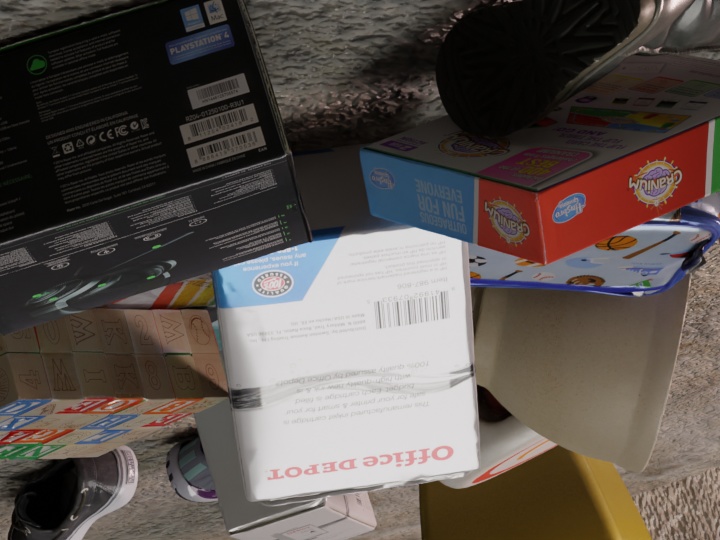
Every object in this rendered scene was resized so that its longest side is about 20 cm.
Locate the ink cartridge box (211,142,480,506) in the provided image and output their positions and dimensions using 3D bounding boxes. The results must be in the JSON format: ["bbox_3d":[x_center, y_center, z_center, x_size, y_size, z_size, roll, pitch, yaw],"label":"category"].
[{"bbox_3d":[-0.010,0.031,1.555,0.144,0.084,0.200,-7,130,-3],"label":"ink cartridge box"}]

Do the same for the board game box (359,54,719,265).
[{"bbox_3d":[0.124,-0.067,1.435,0.200,0.040,0.153,-22,-157,-30],"label":"board game box"}]

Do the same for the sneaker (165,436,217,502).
[{"bbox_3d":[-0.067,0.161,2.336,0.200,0.075,0.088,-7,159,-36],"label":"sneaker"}]

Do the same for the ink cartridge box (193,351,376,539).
[{"bbox_3d":[-0.062,0.132,2.042,0.083,0.147,0.200,-19,166,7],"label":"ink cartridge box"}]

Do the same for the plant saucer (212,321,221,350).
[{"bbox_3d":[-0.168,0.055,1.853,0.200,0.027,0.200,-17,168,-4],"label":"plant saucer"}]

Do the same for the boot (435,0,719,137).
[{"bbox_3d":[0.162,-0.131,1.421,0.200,0.073,0.182,-17,177,-42],"label":"boot"}]

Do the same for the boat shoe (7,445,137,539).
[{"bbox_3d":[-0.261,0.201,2.266,0.066,0.070,0.200,2,158,-35],"label":"boat shoe"}]

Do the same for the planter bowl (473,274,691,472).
[{"bbox_3d":[0.145,0.029,1.831,0.134,0.201,0.200,10,166,0],"label":"planter bowl"}]

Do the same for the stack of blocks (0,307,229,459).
[{"bbox_3d":[-0.185,0.068,1.585,0.115,0.059,0.200,-24,165,30],"label":"stack of blocks"}]

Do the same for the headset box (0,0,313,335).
[{"bbox_3d":[-0.121,-0.048,1.316,0.174,0.093,0.200,-17,168,0],"label":"headset box"}]

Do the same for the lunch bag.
[{"bbox_3d":[0.123,-0.032,1.653,0.199,0.076,0.160,5,159,-13],"label":"lunch bag"}]

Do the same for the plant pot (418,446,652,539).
[{"bbox_3d":[0.159,0.223,2.655,0.200,0.177,0.200,-20,168,13],"label":"plant pot"}]

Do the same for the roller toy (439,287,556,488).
[{"bbox_3d":[0.114,0.066,2.007,0.182,0.140,0.200,-19,168,-44],"label":"roller toy"}]

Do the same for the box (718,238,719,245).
[{"bbox_3d":[0.300,-0.071,1.740,0.152,0.107,0.200,-18,167,5],"label":"box"}]

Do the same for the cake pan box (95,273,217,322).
[{"bbox_3d":[-0.158,0.011,1.625,0.184,0.052,0.200,-21,167,25],"label":"cake pan box"}]
